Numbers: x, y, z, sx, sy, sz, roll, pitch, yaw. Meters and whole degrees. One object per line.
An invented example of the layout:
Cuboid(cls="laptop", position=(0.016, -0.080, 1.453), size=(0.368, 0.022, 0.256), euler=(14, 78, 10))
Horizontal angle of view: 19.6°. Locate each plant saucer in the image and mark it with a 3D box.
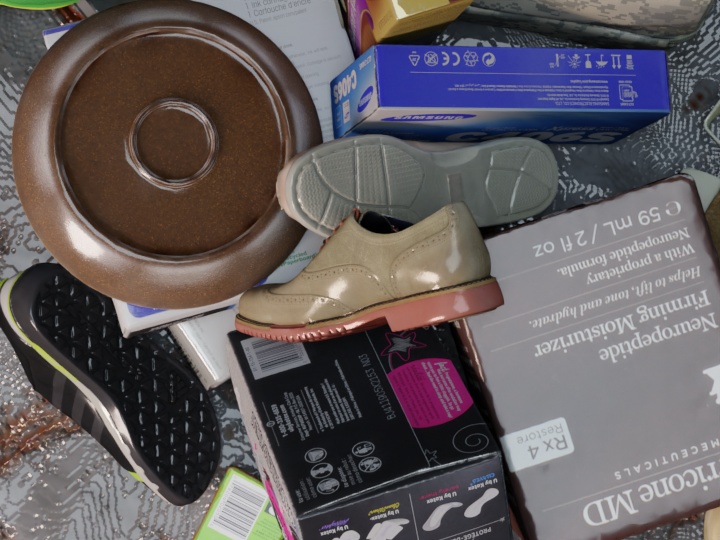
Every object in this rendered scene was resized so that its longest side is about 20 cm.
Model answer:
Cuboid(cls="plant saucer", position=(-0.118, -0.077, 1.304), size=(0.198, 0.032, 0.202), euler=(2, 81, -10))

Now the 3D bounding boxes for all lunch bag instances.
Cuboid(cls="lunch bag", position=(0.144, -0.223, 1.325), size=(0.198, 0.168, 0.141), euler=(11, 89, -1))

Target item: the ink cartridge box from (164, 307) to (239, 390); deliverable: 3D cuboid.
Cuboid(cls="ink cartridge box", position=(-0.065, -0.042, 1.393), size=(0.199, 0.050, 0.163), euler=(-34, 90, -19))

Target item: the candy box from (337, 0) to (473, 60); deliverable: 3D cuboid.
Cuboid(cls="candy box", position=(0.015, -0.201, 1.305), size=(0.056, 0.200, 0.118), euler=(-18, 90, -9))

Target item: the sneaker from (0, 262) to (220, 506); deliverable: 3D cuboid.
Cuboid(cls="sneaker", position=(-0.170, 0.070, 1.373), size=(0.072, 0.083, 0.201), euler=(-47, 111, -31))

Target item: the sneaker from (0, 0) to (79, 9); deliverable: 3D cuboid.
Cuboid(cls="sneaker", position=(-0.157, -0.219, 1.362), size=(0.198, 0.084, 0.075), euler=(-10, 90, 0))

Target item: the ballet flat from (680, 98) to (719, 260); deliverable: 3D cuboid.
Cuboid(cls="ballet flat", position=(0.255, -0.073, 1.383), size=(0.072, 0.068, 0.201), euler=(25, 89, 20))

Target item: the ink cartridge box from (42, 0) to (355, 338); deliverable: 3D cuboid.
Cuboid(cls="ink cartridge box", position=(-0.087, -0.078, 1.348), size=(0.196, 0.047, 0.202), euler=(-15, 82, -14))

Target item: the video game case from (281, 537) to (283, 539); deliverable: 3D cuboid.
Cuboid(cls="video game case", position=(0.003, 0.282, 1.369), size=(0.199, 0.036, 0.182), euler=(28, 89, -10))

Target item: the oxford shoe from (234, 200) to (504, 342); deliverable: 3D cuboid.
Cuboid(cls="oxford shoe", position=(0.000, 0.000, 1.254), size=(0.199, 0.070, 0.075), euler=(-10, 93, 38))

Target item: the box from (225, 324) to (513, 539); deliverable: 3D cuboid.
Cuboid(cls="box", position=(0.004, 0.118, 1.287), size=(0.131, 0.200, 0.115), euler=(-16, 123, -7))

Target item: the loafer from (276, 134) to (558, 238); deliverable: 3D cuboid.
Cuboid(cls="loafer", position=(0.030, -0.052, 1.325), size=(0.199, 0.063, 0.073), euler=(-5, 97, -29))

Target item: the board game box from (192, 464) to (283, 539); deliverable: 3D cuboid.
Cuboid(cls="board game box", position=(-0.090, 0.241, 1.386), size=(0.095, 0.030, 0.201), euler=(27, 86, -3))

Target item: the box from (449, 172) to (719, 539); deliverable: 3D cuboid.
Cuboid(cls="box", position=(0.151, 0.058, 1.324), size=(0.165, 0.164, 0.202), euler=(-18, 90, -1))

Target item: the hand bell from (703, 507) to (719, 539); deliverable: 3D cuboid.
Cuboid(cls="hand bell", position=(0.284, 0.175, 1.307), size=(0.103, 0.200, 0.105), euler=(0, 90, -1))

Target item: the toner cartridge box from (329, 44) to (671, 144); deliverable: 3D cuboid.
Cuboid(cls="toner cartridge box", position=(0.089, -0.111, 1.331), size=(0.198, 0.095, 0.044), euler=(-1, 80, -18))
